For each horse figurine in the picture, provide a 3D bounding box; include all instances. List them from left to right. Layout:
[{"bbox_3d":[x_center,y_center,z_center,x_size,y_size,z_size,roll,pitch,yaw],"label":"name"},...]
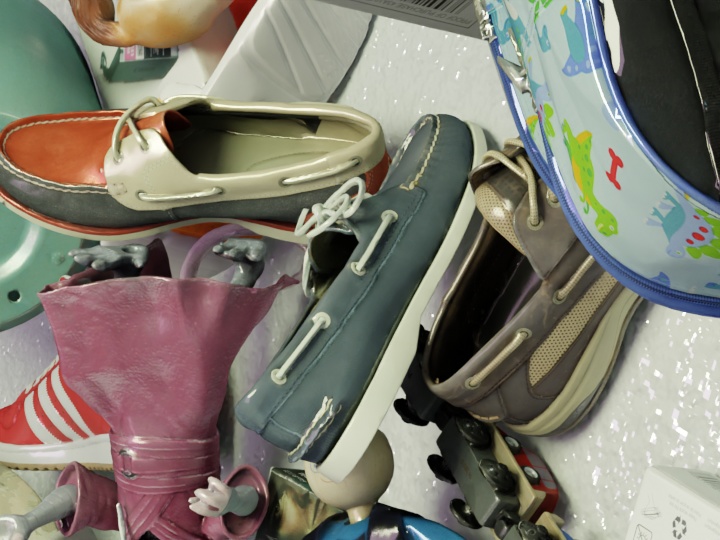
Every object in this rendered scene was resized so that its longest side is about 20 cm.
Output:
[{"bbox_3d":[-0.086,-0.172,1.153,0.200,0.050,0.133,-30,49,29],"label":"horse figurine"}]

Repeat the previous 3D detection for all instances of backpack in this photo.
[{"bbox_3d":[0.134,-0.083,0.740,0.147,0.182,0.201,113,147,-63],"label":"backpack"}]

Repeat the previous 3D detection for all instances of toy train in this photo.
[{"bbox_3d":[0.059,0.091,0.932,0.034,0.046,0.200,-57,38,22],"label":"toy train"}]

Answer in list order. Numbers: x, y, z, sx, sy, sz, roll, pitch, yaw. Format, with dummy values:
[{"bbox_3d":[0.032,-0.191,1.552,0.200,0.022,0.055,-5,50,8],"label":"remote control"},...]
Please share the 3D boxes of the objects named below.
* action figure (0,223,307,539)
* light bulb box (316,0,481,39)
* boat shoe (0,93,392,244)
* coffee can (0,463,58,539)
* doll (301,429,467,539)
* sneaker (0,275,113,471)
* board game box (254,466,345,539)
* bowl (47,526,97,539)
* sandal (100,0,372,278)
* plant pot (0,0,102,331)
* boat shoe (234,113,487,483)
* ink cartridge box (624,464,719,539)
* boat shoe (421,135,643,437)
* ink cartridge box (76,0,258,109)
[{"bbox_3d":[-0.102,0.082,1.090,0.133,0.149,0.201,5,105,18],"label":"action figure"},{"bbox_3d":[0.038,-0.214,0.887,0.125,0.198,0.201,-34,55,47],"label":"light bulb box"},{"bbox_3d":[-0.083,-0.054,1.049,0.063,0.199,0.071,83,-165,-56],"label":"boat shoe"},{"bbox_3d":[-0.266,0.177,1.281,0.200,0.146,0.147,165,109,-66],"label":"coffee can"},{"bbox_3d":[0.018,0.161,0.944,0.136,0.048,0.201,-23,76,36],"label":"doll"},{"bbox_3d":[-0.153,0.053,1.221,0.200,0.071,0.113,-6,92,48],"label":"sneaker"},{"bbox_3d":[-0.021,0.208,1.043,0.135,0.028,0.201,22,102,55],"label":"board game box"},{"bbox_3d":[-0.149,0.240,1.139,0.201,0.090,0.202,24,-90,-81],"label":"bowl"},{"bbox_3d":[-0.062,-0.082,1.130,0.207,0.079,0.059,-54,34,19],"label":"sandal"},{"bbox_3d":[-0.228,-0.054,1.231,0.161,0.200,0.201,-132,56,-63],"label":"plant pot"},{"bbox_3d":[0.000,0.000,0.957,0.075,0.062,0.200,-49,15,56],"label":"boat shoe"},{"bbox_3d":[0.121,0.184,0.825,0.099,0.039,0.201,32,108,54],"label":"ink cartridge box"},{"bbox_3d":[0.084,-0.021,0.890,0.074,0.073,0.201,45,120,51],"label":"boat shoe"},{"bbox_3d":[-0.097,-0.166,1.223,0.174,0.043,0.200,-55,42,37],"label":"ink cartridge box"}]
